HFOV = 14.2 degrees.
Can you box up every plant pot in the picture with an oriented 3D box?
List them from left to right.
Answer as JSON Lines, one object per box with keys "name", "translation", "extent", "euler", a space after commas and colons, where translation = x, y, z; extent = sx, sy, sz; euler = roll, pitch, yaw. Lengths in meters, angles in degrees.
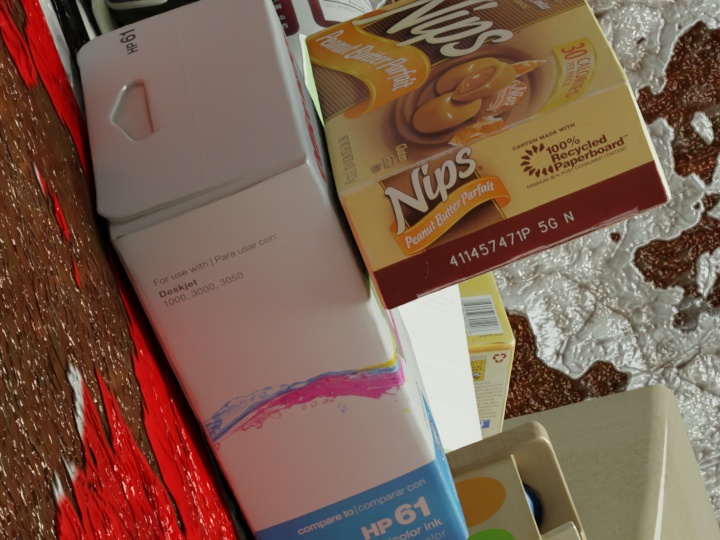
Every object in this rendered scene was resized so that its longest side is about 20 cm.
{"name": "plant pot", "translation": [0.129, 0.221, 1.816], "extent": [0.177, 0.199, 0.200], "euler": [-88, 160, -52]}

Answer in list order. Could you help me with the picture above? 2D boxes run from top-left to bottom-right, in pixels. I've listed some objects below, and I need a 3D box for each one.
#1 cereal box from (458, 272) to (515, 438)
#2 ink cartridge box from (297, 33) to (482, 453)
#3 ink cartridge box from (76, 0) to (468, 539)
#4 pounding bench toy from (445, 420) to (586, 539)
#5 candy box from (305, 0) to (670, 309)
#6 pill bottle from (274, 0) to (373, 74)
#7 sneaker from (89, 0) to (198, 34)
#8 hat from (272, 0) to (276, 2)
{"name": "cereal box", "translation": [0.043, 0.059, 1.616], "extent": [0.200, 0.039, 0.144], "euler": [97, -17, -45]}
{"name": "ink cartridge box", "translation": [0.000, 0.000, 1.404], "extent": [0.145, 0.048, 0.201], "euler": [18, 60, -59]}
{"name": "ink cartridge box", "translation": [-0.035, 0.008, 1.141], "extent": [0.145, 0.084, 0.200], "euler": [-106, 174, -54]}
{"name": "pounding bench toy", "translation": [0.063, 0.196, 1.281], "extent": [0.156, 0.124, 0.201], "euler": [-106, 175, -58]}
{"name": "candy box", "translation": [0.045, -0.062, 1.137], "extent": [0.200, 0.115, 0.055], "euler": [-102, 171, -69]}
{"name": "pill bottle", "translation": [-0.046, -0.118, 1.520], "extent": [0.113, 0.113, 0.201], "euler": [65, 6, -58]}
{"name": "sneaker", "translation": [-0.087, -0.110, 1.290], "extent": [0.200, 0.067, 0.090], "euler": [71, 13, -65]}
{"name": "hat", "translation": [-0.129, -0.205, 1.334], "extent": [0.166, 0.175, 0.201], "euler": [55, -34, 41]}
